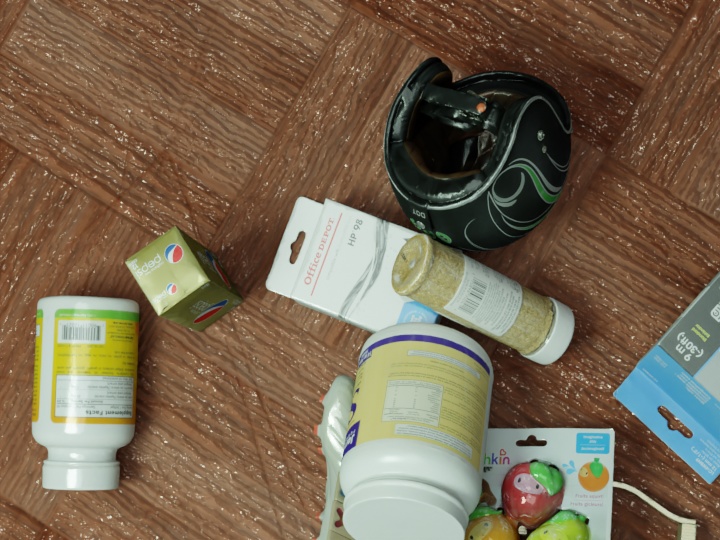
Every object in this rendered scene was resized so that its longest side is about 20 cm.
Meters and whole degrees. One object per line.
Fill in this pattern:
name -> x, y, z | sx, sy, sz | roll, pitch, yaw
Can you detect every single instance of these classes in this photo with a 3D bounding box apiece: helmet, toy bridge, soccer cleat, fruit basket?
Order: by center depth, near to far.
fruit basket -> 0.165, 0.257, 1.460 | 0.183, 0.094, 0.203 | -1, 72, 20
helmet -> 0.126, -0.120, 1.481 | 0.198, 0.190, 0.203 | -5, 78, 26
toy bridge -> 0.255, 0.256, 1.512 | 0.197, 0.027, 0.068 | 6, 83, 7
soccer cleat -> -0.006, 0.213, 1.520 | 0.077, 0.069, 0.203 | 2, 92, 25

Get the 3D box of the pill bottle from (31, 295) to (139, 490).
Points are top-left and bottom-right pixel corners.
pill bottle -> -0.297, 0.132, 1.539 | 0.109, 0.111, 0.203 | 1, 85, 6

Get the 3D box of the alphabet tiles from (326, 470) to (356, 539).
alphabet tiles -> 0.028, 0.324, 1.443 | 0.166, 0.008, 0.202 | 31, 49, -26

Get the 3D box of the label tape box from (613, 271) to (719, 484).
label tape box -> 0.383, 0.102, 1.495 | 0.143, 0.066, 0.200 | 42, 88, 8

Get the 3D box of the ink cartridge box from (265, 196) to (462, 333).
ink cartridge box -> 0.000, 0.000, 1.543 | 0.198, 0.067, 0.117 | 20, 87, 7

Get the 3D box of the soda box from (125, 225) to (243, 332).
soda box -> -0.180, 0.012, 1.494 | 0.064, 0.200, 0.068 | -34, 81, 1

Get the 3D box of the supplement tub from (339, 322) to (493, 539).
supplement tub -> 0.056, 0.171, 1.446 | 0.143, 0.146, 0.202 | 6, 53, 6

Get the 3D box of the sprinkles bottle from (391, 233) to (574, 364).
sprinkles bottle -> 0.128, 0.030, 1.480 | 0.198, 0.068, 0.069 | 26, 87, -25
